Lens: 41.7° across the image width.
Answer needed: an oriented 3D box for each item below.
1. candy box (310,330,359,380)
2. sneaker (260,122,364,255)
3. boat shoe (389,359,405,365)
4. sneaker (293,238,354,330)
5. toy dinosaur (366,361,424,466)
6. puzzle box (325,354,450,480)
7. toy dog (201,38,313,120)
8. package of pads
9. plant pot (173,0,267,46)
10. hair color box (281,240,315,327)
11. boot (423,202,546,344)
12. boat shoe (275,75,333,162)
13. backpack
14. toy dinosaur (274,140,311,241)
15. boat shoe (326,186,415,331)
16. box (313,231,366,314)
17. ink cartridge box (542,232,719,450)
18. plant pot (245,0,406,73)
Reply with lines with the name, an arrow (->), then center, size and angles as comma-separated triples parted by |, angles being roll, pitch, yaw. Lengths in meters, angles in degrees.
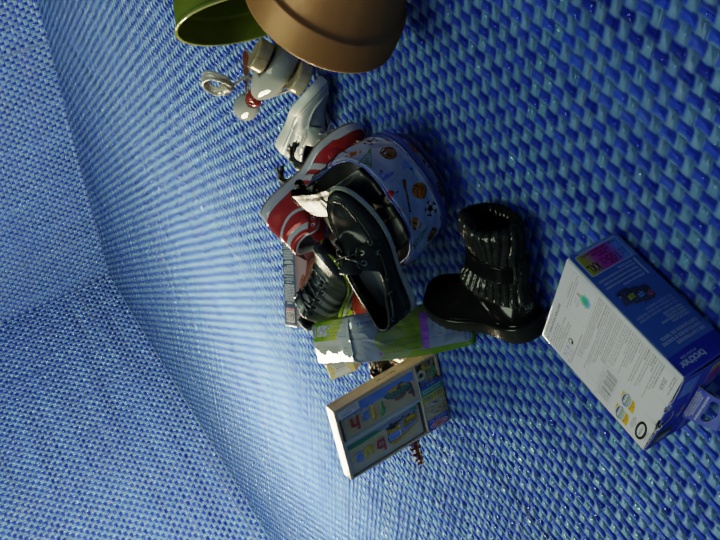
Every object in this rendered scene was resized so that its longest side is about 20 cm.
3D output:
candy box -> -0.056, 0.078, 1.669 | 0.115, 0.054, 0.203 | -46, -65, -76
sneaker -> -0.047, -0.110, 1.361 | 0.113, 0.200, 0.071 | 50, -168, 31
boat shoe -> 0.027, 0.115, 1.562 | 0.202, 0.074, 0.076 | 43, 149, 43
sneaker -> -0.055, 0.031, 1.366 | 0.074, 0.080, 0.201 | 54, 162, 29
toy dinosaur -> 0.066, 0.225, 1.591 | 0.200, 0.102, 0.136 | 46, -172, 2
puzzle box -> 0.046, 0.222, 1.466 | 0.025, 0.198, 0.135 | 29, 140, 53
toy dog -> -0.145, -0.313, 1.479 | 0.198, 0.098, 0.132 | -4, 146, 44
package of pads -> 0.047, 0.088, 1.326 | 0.154, 0.196, 0.070 | 164, 98, -67
plant pot -> -0.190, -0.452, 1.354 | 0.200, 0.197, 0.197 | 162, 95, -67
hair color box -> -0.074, -0.013, 1.547 | 0.060, 0.098, 0.205 | -177, 84, -65
boot -> 0.139, -0.007, 1.176 | 0.209, 0.079, 0.160 | 11, 130, 51
boat shoe -> -0.075, -0.227, 1.472 | 0.071, 0.070, 0.201 | 40, 152, 0
backpack -> 0.031, -0.089, 1.246 | 0.201, 0.154, 0.190 | 49, 161, -6
toy dinosaur -> -0.092, -0.142, 1.461 | 0.200, 0.047, 0.089 | -45, 76, 29
boat shoe -> 0.002, -0.008, 1.177 | 0.074, 0.066, 0.202 | 6, 133, 41
box -> 0.000, 0.000, 1.474 | 0.094, 0.101, 0.203 | 19, 131, 61
ink cartridge box -> 0.283, 0.083, 0.955 | 0.201, 0.075, 0.138 | 53, 156, 31
plant pot -> -0.020, -0.348, 1.074 | 0.202, 0.198, 0.141 | 56, 140, 19
